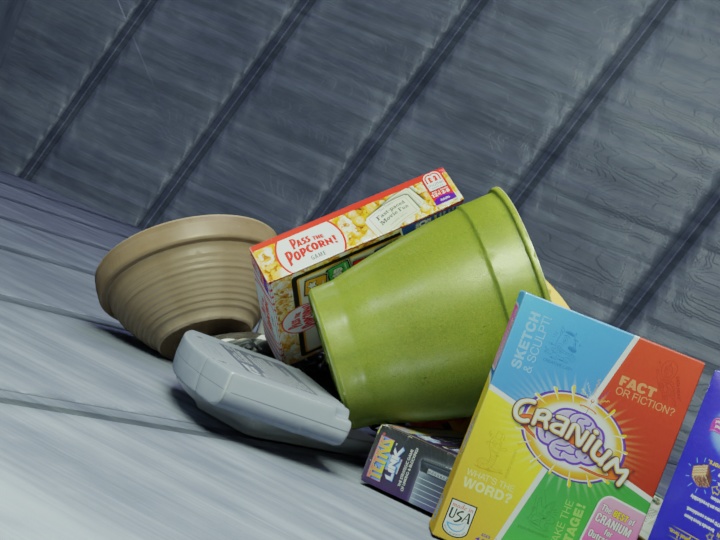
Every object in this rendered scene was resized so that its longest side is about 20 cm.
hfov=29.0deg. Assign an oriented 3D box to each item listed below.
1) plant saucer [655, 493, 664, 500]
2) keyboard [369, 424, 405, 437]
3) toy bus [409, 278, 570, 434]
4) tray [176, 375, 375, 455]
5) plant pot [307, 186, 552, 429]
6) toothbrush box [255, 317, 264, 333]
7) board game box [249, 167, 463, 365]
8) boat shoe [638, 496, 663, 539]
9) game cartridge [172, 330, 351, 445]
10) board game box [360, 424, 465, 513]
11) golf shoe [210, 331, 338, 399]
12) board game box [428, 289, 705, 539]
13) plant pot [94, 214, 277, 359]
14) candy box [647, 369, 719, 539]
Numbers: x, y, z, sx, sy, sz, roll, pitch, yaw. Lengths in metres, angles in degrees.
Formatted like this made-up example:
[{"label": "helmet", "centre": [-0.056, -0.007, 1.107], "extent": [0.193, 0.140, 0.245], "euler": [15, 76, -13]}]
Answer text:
[{"label": "plant saucer", "centre": [0.301, 0.254, 1.493], "extent": [0.199, 0.036, 0.200], "euler": [37, -4, 3]}, {"label": "keyboard", "centre": [0.039, 0.129, 1.493], "extent": [0.040, 0.104, 0.200], "euler": [36, 7, 19]}, {"label": "toy bus", "centre": [0.112, 0.121, 1.405], "extent": [0.191, 0.200, 0.136], "euler": [-16, 65, -33]}, {"label": "tray", "centre": [-0.071, 0.136, 1.259], "extent": [0.107, 0.022, 0.199], "euler": [24, 2, 38]}, {"label": "plant pot", "centre": [0.060, 0.051, 1.236], "extent": [0.191, 0.202, 0.200], "euler": [-18, 4, -3]}, {"label": "toothbrush box", "centre": [-0.028, 0.111, 1.607], "extent": [0.145, 0.086, 0.200], "euler": [21, 2, 17]}, {"label": "board game box", "centre": [0.000, 0.000, 1.318], "extent": [0.046, 0.199, 0.152], "euler": [58, -16, 31]}, {"label": "boat shoe", "centre": [0.221, 0.198, 1.357], "extent": [0.200, 0.070, 0.071], "euler": [40, -28, -22]}, {"label": "game cartridge", "centre": [-0.094, 0.097, 1.208], "extent": [0.132, 0.041, 0.200], "euler": [25, 0, -17]}, {"label": "board game box", "centre": [0.113, 0.193, 1.227], "extent": [0.164, 0.057, 0.200], "euler": [20, 0, 24]}, {"label": "golf shoe", "centre": [-0.080, 0.099, 1.439], "extent": [0.199, 0.078, 0.094], "euler": [22, 0, -40]}, {"label": "board game box", "centre": [0.159, 0.136, 1.082], "extent": [0.152, 0.202, 0.040], "euler": [21, 1, 0]}, {"label": "plant pot", "centre": [-0.170, 0.031, 1.445], "extent": [0.199, 0.093, 0.201], "euler": [-13, -26, -6]}, {"label": "candy box", "centre": [0.368, 0.215, 1.280], "extent": [0.077, 0.201, 0.169], "euler": [22, 2, -35]}]
